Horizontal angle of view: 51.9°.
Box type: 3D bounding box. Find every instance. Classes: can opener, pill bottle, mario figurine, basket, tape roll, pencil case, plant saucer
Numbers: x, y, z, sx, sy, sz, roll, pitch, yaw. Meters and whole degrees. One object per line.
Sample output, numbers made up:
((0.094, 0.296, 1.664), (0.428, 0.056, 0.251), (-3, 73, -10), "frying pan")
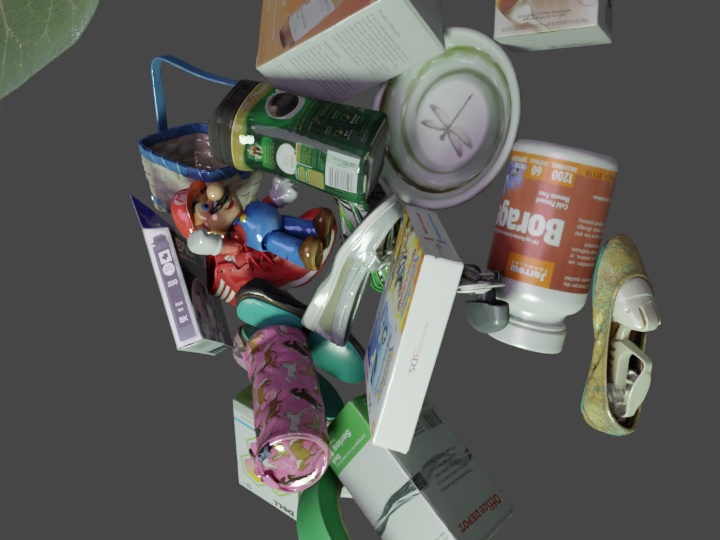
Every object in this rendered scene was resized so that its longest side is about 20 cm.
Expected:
((0.104, 0.023, 0.787), (0.051, 0.200, 0.069), (-4, 95, -7), "can opener")
((0.192, -0.025, 0.770), (0.110, 0.111, 0.206), (16, 100, 29), "pill bottle")
((-0.134, -0.067, 0.880), (0.194, 0.123, 0.109), (12, 99, 7), "mario figurine")
((-0.212, -0.168, 0.987), (0.174, 0.138, 0.204), (26, 130, 27), "basket")
((0.020, 0.304, 0.838), (0.048, 0.199, 0.201), (-48, 69, 23), "tape roll")
((-0.087, 0.149, 0.840), (0.202, 0.084, 0.085), (-107, 27, -55), "pencil case")
((0.101, -0.171, 0.849), (0.196, 0.050, 0.207), (-2, 87, 37), "plant saucer")

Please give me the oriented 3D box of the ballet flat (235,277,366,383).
((-0.067, 0.067, 0.944), (0.198, 0.069, 0.068), (34, 118, -14), "ballet flat")

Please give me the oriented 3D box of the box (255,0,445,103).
((-0.012, -0.302, 0.858), (0.196, 0.106, 0.156), (-19, 57, 31), "box")

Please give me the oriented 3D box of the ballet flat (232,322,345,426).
((-0.098, 0.151, 0.987), (0.199, 0.069, 0.072), (38, 128, 22), "ballet flat")

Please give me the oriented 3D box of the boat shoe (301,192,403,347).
((-0.001, 0.001, 0.849), (0.064, 0.075, 0.204), (33, 118, 2), "boat shoe")

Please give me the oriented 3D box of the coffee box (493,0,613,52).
((0.204, -0.343, 0.769), (0.112, 0.079, 0.207), (3, 93, 31), "coffee box")

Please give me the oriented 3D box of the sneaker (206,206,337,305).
((-0.125, -0.016, 0.956), (0.200, 0.114, 0.079), (-44, 54, 25), "sneaker")

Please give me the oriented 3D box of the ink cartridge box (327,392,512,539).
((0.063, 0.235, 0.840), (0.083, 0.145, 0.201), (-49, 68, 24), "ink cartridge box")

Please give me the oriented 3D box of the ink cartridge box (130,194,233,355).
((-0.233, 0.009, 0.991), (0.042, 0.198, 0.205), (-20, 82, -1), "ink cartridge box")

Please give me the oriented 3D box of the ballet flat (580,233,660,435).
((0.269, 0.069, 0.749), (0.069, 0.070, 0.206), (11, 101, 30), "ballet flat")

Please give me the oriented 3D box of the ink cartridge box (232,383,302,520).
((-0.104, 0.247, 0.951), (0.102, 0.059, 0.205), (22, 127, 28), "ink cartridge box")

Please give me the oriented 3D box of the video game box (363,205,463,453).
((0.049, 0.054, 0.781), (0.045, 0.183, 0.205), (12, 107, -9), "video game box")

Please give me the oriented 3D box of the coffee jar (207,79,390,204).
((-0.071, -0.150, 0.841), (0.195, 0.105, 0.087), (17, 136, 11), "coffee jar")

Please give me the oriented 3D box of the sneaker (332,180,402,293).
((-0.005, -0.061, 0.910), (0.085, 0.077, 0.202), (-41, 72, 26), "sneaker")
